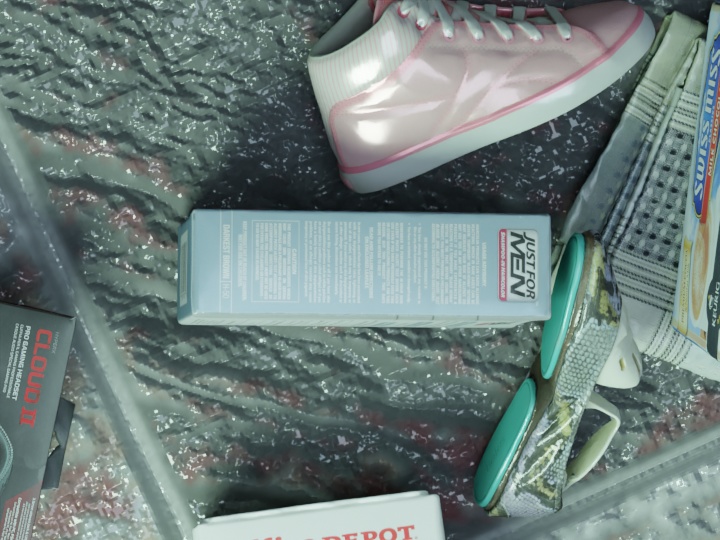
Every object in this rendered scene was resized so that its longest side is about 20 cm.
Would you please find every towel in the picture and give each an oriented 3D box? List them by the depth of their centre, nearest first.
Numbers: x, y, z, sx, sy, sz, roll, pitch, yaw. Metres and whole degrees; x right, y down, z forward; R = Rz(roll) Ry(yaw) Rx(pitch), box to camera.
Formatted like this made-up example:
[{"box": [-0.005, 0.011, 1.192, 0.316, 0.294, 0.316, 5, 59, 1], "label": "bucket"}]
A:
[{"box": [0.227, -0.030, 1.434, 0.199, 0.035, 0.193, 23, 98, -12], "label": "towel"}]

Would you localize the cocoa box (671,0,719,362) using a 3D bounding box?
[{"box": [0.265, -0.045, 1.359, 0.133, 0.131, 0.201, 4, 100, -11], "label": "cocoa box"}]

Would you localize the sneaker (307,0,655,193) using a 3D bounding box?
[{"box": [0.063, -0.130, 1.365, 0.200, 0.075, 0.105, -24, 110, 2], "label": "sneaker"}]

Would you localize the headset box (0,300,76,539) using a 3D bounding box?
[{"box": [-0.255, 0.080, 1.327, 0.199, 0.077, 0.149, 14, 86, -28], "label": "headset box"}]

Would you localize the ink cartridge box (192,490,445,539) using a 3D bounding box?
[{"box": [-0.014, 0.237, 1.396, 0.144, 0.084, 0.201, -7, 82, -4], "label": "ink cartridge box"}]

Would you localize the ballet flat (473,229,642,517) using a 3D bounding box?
[{"box": [0.126, 0.064, 1.406, 0.072, 0.072, 0.201, 12, 122, -11], "label": "ballet flat"}]

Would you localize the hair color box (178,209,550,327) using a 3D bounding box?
[{"box": [0.000, 0.000, 1.361, 0.199, 0.099, 0.061, 1, 86, -9], "label": "hair color box"}]
